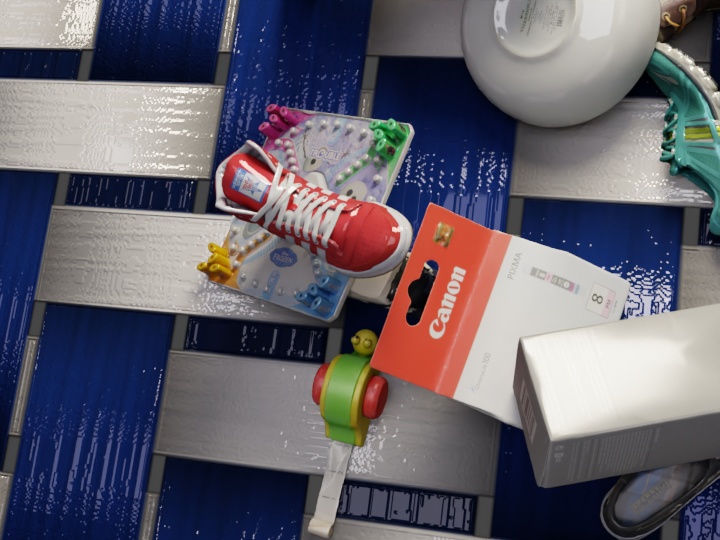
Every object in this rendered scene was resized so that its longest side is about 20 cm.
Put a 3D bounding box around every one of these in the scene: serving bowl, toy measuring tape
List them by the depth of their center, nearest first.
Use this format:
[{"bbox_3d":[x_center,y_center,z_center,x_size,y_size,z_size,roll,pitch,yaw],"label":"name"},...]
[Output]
[{"bbox_3d":[-0.020,0.150,1.045,0.073,0.074,0.200,13,80,17],"label":"toy measuring tape"},{"bbox_3d":[0.178,-0.239,1.055,0.200,0.066,0.200,0,90,31],"label":"serving bowl"}]

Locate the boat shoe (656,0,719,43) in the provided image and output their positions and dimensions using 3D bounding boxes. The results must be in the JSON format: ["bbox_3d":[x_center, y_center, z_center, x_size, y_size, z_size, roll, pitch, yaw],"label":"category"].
[{"bbox_3d":[0.292,-0.251,1.064,0.200,0.072,0.072,2,80,19],"label":"boat shoe"}]

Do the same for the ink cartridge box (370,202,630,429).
[{"bbox_3d":[0.129,0.049,0.989,0.200,0.057,0.163,24,82,-23],"label":"ink cartridge box"}]

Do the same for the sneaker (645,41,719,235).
[{"bbox_3d":[0.311,-0.125,1.027,0.080,0.077,0.200,-31,71,15],"label":"sneaker"}]

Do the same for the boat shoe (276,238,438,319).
[{"bbox_3d":[0.000,0.000,1.082,0.200,0.093,0.075,26,89,47],"label":"boat shoe"}]

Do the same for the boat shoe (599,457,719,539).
[{"bbox_3d":[0.287,0.157,0.966,0.200,0.066,0.070,-41,71,2],"label":"boat shoe"}]

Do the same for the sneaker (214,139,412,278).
[{"bbox_3d":[-0.051,-0.055,0.968,0.200,0.112,0.071,19,82,47],"label":"sneaker"}]

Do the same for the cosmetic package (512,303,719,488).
[{"bbox_3d":[0.235,0.101,0.915,0.200,0.090,0.107,-6,51,-4],"label":"cosmetic package"}]

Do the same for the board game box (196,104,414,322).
[{"bbox_3d":[-0.060,-0.065,1.083,0.200,0.026,0.200,15,80,46],"label":"board game box"}]
